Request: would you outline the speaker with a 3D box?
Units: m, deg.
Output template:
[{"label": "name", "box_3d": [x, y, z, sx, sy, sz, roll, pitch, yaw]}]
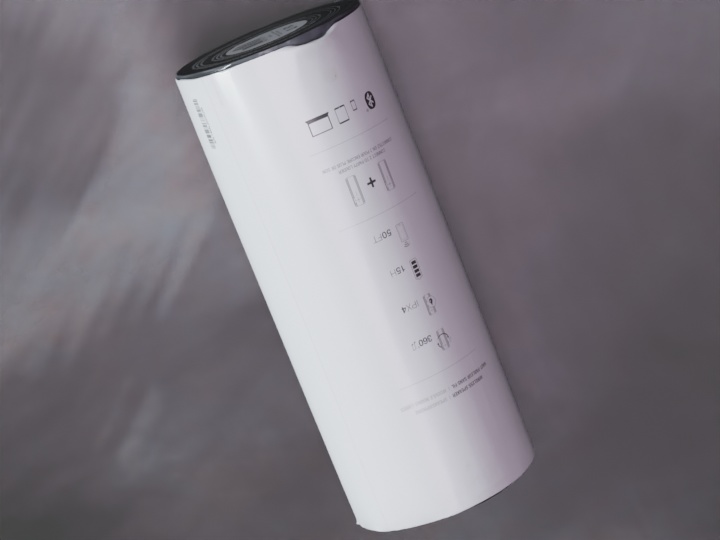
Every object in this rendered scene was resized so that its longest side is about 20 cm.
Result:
[{"label": "speaker", "box_3d": [0.000, 0.000, 0.911, 0.081, 0.081, 0.201, -22, 103, 3]}]
